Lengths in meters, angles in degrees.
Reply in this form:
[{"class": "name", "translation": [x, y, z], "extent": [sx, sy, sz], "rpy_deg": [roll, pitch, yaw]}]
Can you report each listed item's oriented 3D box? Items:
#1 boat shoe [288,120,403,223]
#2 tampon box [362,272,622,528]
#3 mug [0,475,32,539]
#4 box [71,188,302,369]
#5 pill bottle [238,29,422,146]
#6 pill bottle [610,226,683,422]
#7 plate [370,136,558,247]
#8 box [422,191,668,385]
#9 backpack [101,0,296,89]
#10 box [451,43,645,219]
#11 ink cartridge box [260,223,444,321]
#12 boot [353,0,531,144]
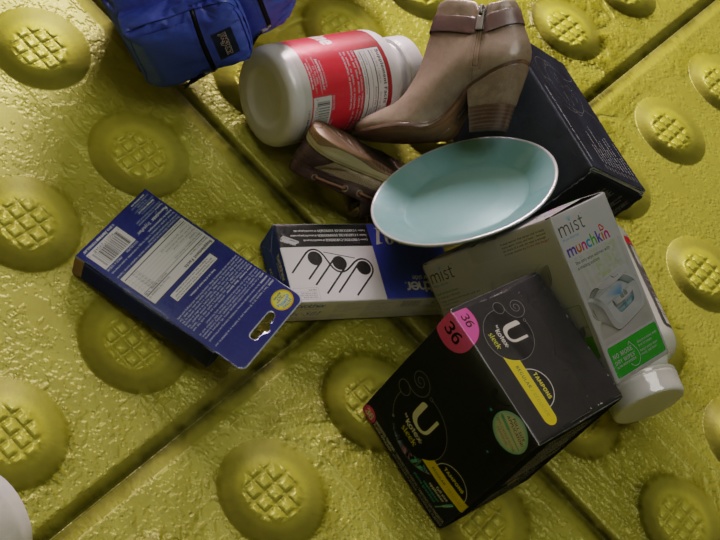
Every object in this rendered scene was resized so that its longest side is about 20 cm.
[{"class": "boat shoe", "translation": [0.007, -0.092, 1.535], "extent": [0.199, 0.072, 0.072], "rpy_deg": [26, 21, -37]}, {"class": "tampon box", "translation": [0.124, 0.129, 1.353], "extent": [0.126, 0.200, 0.150], "rpy_deg": [-22, 70, -37]}, {"class": "mug", "translation": [-0.343, 0.240, 1.092], "extent": [0.149, 0.188, 0.153], "rpy_deg": [24, 31, 32]}, {"class": "box", "translation": [-0.169, 0.015, 1.372], "extent": [0.199, 0.032, 0.121], "rpy_deg": [34, 48, 7]}, {"class": "pill bottle", "translation": [-0.027, -0.209, 1.562], "extent": [0.199, 0.112, 0.113], "rpy_deg": [-16, 67, -36]}, {"class": "pill bottle", "translation": [0.279, 0.060, 1.534], "extent": [0.110, 0.111, 0.201], "rpy_deg": [-4, 61, -30]}, {"class": "plate", "translation": [0.108, -0.076, 1.437], "extent": [0.199, 0.026, 0.201], "rpy_deg": [-13, 33, 8]}, {"class": "box", "translation": [0.182, 0.038, 1.418], "extent": [0.096, 0.199, 0.178], "rpy_deg": [-23, 90, -39]}, {"class": "backpack", "translation": [-0.167, -0.298, 1.478], "extent": [0.199, 0.163, 0.169], "rpy_deg": [-21, 66, 0]}, {"class": "box", "translation": [0.200, -0.146, 1.585], "extent": [0.201, 0.124, 0.196], "rpy_deg": [61, 20, 19]}, {"class": "ink cartridge box", "translation": [0.000, 0.000, 1.478], "extent": [0.199, 0.044, 0.095], "rpy_deg": [-2, 61, -29]}, {"class": "boot", "translation": [0.089, -0.217, 1.503], "extent": [0.070, 0.198, 0.148], "rpy_deg": [20, 71, -68]}]
